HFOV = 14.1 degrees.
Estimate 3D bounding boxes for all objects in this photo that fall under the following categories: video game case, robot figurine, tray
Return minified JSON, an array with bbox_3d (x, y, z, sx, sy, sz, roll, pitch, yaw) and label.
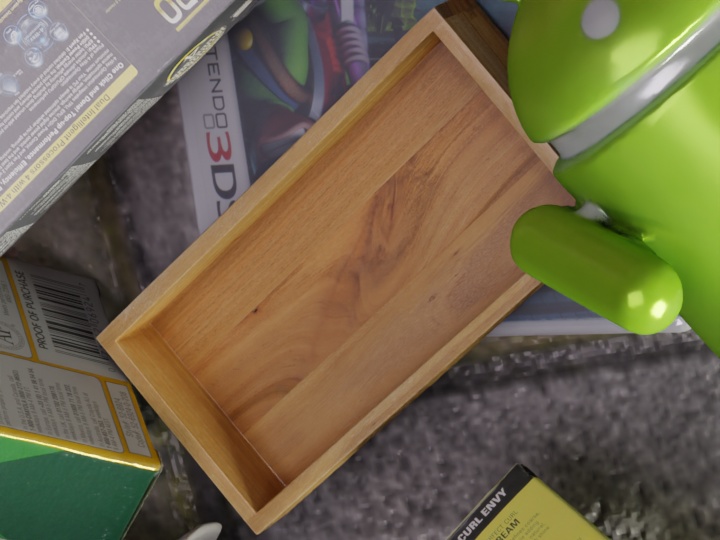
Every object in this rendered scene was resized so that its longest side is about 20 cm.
[{"bbox_3d":[0.022,-0.064,1.087,0.199,0.023,0.183,-2,104,25],"label":"video game case"},{"bbox_3d":[0.131,-0.045,0.980,0.175,0.116,0.200,-42,95,-10],"label":"robot figurine"},{"bbox_3d":[0.000,0.000,1.084,0.200,0.037,0.099,-43,84,28],"label":"tray"}]

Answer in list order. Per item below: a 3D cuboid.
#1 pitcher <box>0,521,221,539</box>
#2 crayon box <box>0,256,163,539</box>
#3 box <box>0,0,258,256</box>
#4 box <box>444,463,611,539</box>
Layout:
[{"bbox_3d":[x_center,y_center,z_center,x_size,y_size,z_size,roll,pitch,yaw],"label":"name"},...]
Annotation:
[{"bbox_3d":[-0.156,0.153,1.189,0.199,0.121,0.172,11,130,16],"label":"pitcher"},{"bbox_3d":[-0.185,0.034,1.095,0.199,0.126,0.052,16,118,-29],"label":"crayon box"},{"bbox_3d":[-0.139,-0.114,1.075,0.200,0.049,0.161,-45,86,12],"label":"box"},{"bbox_3d":[0.112,0.148,1.018,0.050,0.075,0.200,-47,44,-3],"label":"box"}]
